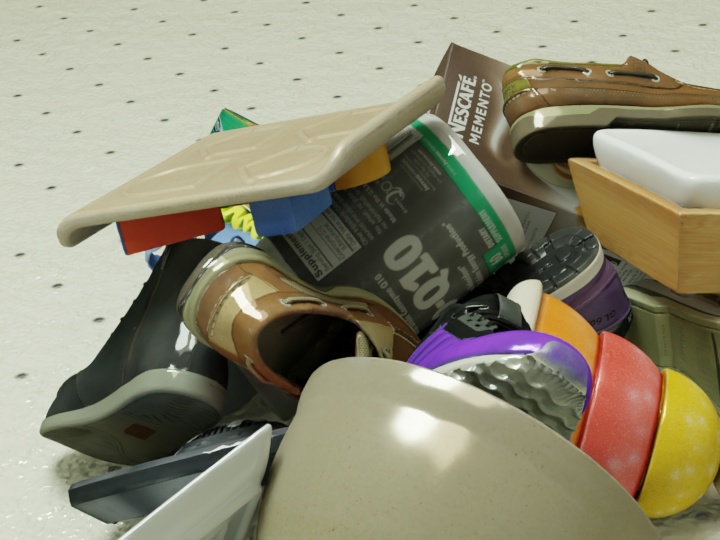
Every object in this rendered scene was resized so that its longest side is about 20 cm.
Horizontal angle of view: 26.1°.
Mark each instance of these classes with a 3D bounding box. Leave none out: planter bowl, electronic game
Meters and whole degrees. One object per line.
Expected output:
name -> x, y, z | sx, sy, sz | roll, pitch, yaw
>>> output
planter bowl -> 0.028, 0.156, 0.737 | 0.198, 0.201, 0.135 | 12, 57, 34
electronic game -> -0.073, 0.109, 0.909 | 0.197, 0.042, 0.200 | -14, -7, -2

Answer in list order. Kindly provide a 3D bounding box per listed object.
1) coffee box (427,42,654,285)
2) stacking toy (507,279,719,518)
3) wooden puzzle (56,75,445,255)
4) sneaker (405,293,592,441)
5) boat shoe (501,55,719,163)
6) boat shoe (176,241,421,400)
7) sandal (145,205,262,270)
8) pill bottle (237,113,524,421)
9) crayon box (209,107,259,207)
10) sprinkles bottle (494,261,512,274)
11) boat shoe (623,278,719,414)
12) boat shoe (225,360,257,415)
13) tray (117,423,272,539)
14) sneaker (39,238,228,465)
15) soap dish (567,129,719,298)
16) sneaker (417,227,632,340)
coffee box -> 0.135, -0.069, 1.144 | 0.198, 0.080, 0.115 | 19, 55, -7
stacking toy -> 0.160, 0.101, 0.912 | 0.198, 0.148, 0.146 | 17, 28, 4
wooden puzzle -> -0.058, -0.056, 0.942 | 0.198, 0.047, 0.185 | -12, 14, 26
sneaker -> 0.061, 0.049, 0.787 | 0.100, 0.069, 0.200 | -60, 10, -27
boat shoe -> 0.196, -0.120, 1.101 | 0.197, 0.072, 0.069 | 0, 63, -20
boat shoe -> -0.021, 0.049, 0.901 | 0.199, 0.076, 0.074 | 22, 12, -48
sandal -> -0.103, -0.006, 1.230 | 0.087, 0.079, 0.199 | -51, 46, -5
pill bottle -> 0.000, 0.000, 1.019 | 0.199, 0.113, 0.113 | -38, 30, -2
crayon box -> -0.039, -0.059, 1.253 | 0.118, 0.059, 0.200 | 25, 6, -35
sprinkles bottle -> 0.086, -0.012, 1.183 | 0.198, 0.069, 0.068 | -22, 29, -29
boat shoe -> 0.245, 0.048, 1.017 | 0.068, 0.076, 0.200 | -20, 31, -26
boat shoe -> -0.081, 0.040, 1.099 | 0.199, 0.074, 0.068 | -45, 7, -18
tray -> -0.090, 0.146, 0.786 | 0.107, 0.200, 0.022 | -36, 76, -23
sneaker -> -0.133, 0.055, 0.980 | 0.199, 0.074, 0.107 | -25, 47, 50
soap dish -> 0.256, -0.039, 1.033 | 0.197, 0.082, 0.157 | 0, 17, -19
sneaker -> 0.090, 0.060, 1.044 | 0.198, 0.088, 0.076 | -28, 29, 13
